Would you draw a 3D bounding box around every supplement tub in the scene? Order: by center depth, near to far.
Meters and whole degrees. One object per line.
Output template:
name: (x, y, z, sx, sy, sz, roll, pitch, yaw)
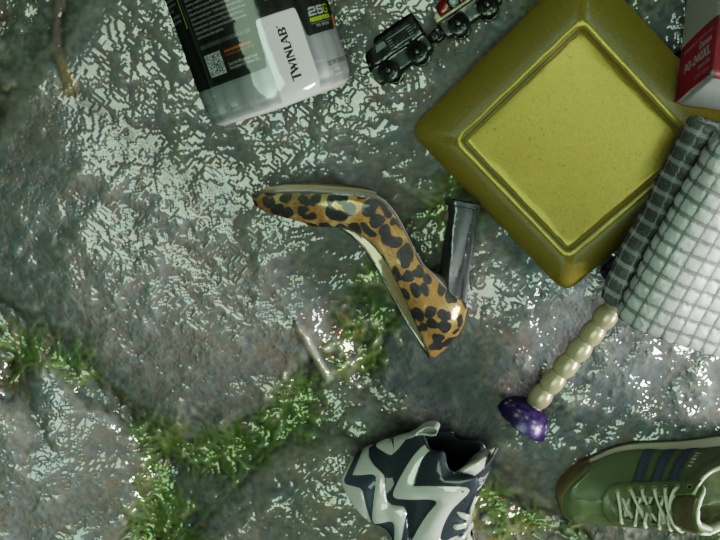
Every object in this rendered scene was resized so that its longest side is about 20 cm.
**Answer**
supplement tub: (-0.094, -0.225, 0.742, 0.122, 0.123, 0.200, -17, 103, 8)

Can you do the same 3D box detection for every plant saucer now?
plant saucer: (0.174, -0.107, 0.772, 0.200, 0.048, 0.200, 45, 112, -4)

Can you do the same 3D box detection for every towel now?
towel: (0.308, -0.017, 0.737, 0.200, 0.086, 0.166, 15, 113, -17)

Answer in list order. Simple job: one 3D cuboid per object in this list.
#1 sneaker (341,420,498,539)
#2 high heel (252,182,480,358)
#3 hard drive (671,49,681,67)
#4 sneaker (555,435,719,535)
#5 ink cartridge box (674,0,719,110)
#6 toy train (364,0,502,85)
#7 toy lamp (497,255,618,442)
sneaker: (0.092, 0.220, 0.861, 0.130, 0.079, 0.199, -38, 88, 20)
high heel: (0.000, 0.000, 0.815, 0.200, 0.071, 0.143, 7, 98, -7)
hard drive: (0.344, -0.108, 0.786, 0.139, 0.033, 0.200, -24, 101, 9)
sneaker: (0.276, 0.197, 0.837, 0.200, 0.090, 0.067, -13, 104, 7)
ink cartridge box: (0.327, -0.219, 0.701, 0.145, 0.083, 0.200, 8, 84, 2)
toy train: (0.089, -0.222, 0.777, 0.200, 0.034, 0.046, -32, 87, 12)
toy lamp: (0.199, 0.059, 0.826, 0.058, 0.058, 0.200, 33, 103, -4)
